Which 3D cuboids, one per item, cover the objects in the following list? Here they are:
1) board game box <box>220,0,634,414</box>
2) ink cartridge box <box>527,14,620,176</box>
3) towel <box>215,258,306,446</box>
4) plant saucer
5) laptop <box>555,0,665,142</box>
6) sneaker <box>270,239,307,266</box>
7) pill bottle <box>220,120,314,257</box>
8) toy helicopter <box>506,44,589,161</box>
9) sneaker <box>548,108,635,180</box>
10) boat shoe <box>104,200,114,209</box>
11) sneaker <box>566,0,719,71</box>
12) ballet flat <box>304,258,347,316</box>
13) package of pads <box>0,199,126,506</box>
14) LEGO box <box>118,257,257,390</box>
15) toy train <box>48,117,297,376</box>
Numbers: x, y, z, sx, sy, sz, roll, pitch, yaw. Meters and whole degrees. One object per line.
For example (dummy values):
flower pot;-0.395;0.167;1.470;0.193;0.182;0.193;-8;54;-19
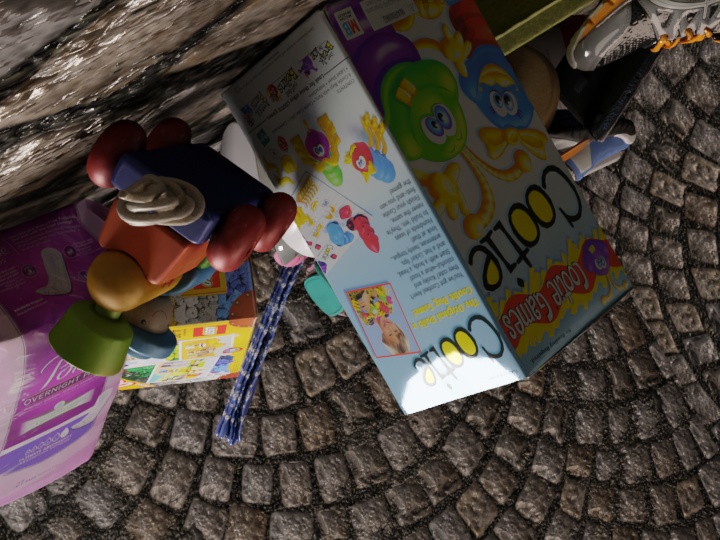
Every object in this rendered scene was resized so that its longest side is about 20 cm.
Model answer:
board game box;0.036;-0.043;0.607;0.103;0.201;0.105;-32;-176;-38
ink cartridge box;0.129;-0.137;1.060;0.199;0.146;0.085;-25;-160;-26
towel;-0.075;0.043;1.014;0.145;0.024;0.201;-79;-169;-74
plant saucer;0.125;-0.190;0.726;0.199;0.048;0.200;-29;-178;23
laptop;0.245;-0.197;0.936;0.178;0.103;0.200;-59;-157;20
sneaker;-0.035;-0.075;0.903;0.079;0.096;0.200;-31;-170;30
pill bottle;0.011;-0.070;0.782;0.199;0.113;0.112;-8;173;-25
toy helicopter;0.088;-0.084;0.900;0.200;0.132;0.079;-59;164;12
sneaker;0.151;-0.088;0.996;0.199;0.077;0.076;-19;-158;-15
boat shoe;-0.148;-0.027;0.791;0.199;0.074;0.063;-20;-176;-25
sneaker;0.232;-0.183;0.769;0.199;0.077;0.078;-29;-175;8
ballet flat;0.000;0.000;0.866;0.071;0.069;0.200;-41;-176;-7
package of pads;-0.202;0.060;0.683;0.120;0.076;0.200;-28;156;-45
LEGO box;-0.172;0.040;0.979;0.148;0.078;0.200;-6;163;-12
toy train;-0.107;0.000;0.528;0.116;0.084;0.200;-56;178;12
